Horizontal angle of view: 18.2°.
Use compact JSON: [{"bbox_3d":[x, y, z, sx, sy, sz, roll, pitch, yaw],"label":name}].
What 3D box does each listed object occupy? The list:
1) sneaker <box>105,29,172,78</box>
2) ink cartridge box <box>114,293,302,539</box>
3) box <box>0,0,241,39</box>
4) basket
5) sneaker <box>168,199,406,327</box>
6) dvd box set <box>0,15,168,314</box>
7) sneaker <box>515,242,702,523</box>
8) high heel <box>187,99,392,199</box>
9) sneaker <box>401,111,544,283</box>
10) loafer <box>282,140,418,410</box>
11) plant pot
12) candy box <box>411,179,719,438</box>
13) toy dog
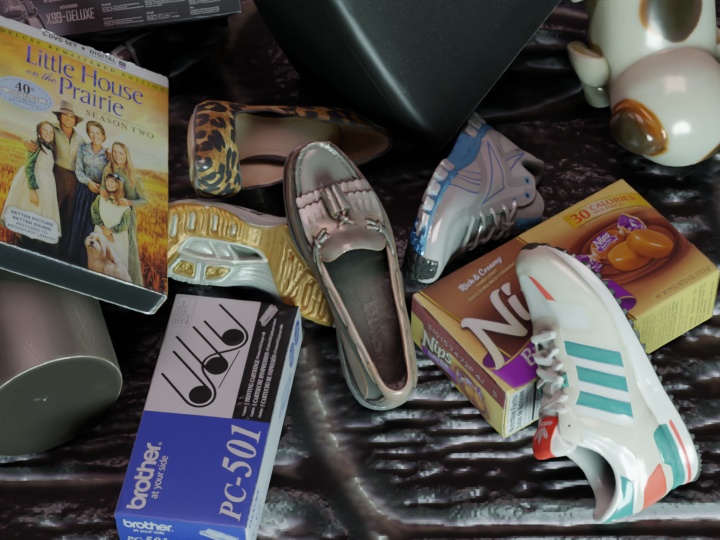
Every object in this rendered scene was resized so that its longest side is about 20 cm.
[{"bbox_3d":[-0.247,-0.141,1.782,0.115,0.076,0.200,26,54,26],"label":"sneaker"},{"bbox_3d":[-0.104,0.108,1.577,0.093,0.044,0.201,5,49,8],"label":"ink cartridge box"},{"bbox_3d":[-0.200,-0.215,1.802,0.198,0.050,0.158,-8,6,-6],"label":"box"},{"bbox_3d":[-0.256,0.018,1.596,0.136,0.180,0.201,9,42,-47],"label":"basket"},{"bbox_3d":[-0.062,-0.015,1.665,0.199,0.076,0.088,18,8,-7],"label":"sneaker"},{"bbox_3d":[-0.203,-0.076,1.583,0.146,0.029,0.201,20,48,-27],"label":"dvd box set"},{"bbox_3d":[0.149,0.080,1.532,0.093,0.070,0.201,-33,95,-18],"label":"sneaker"},{"bbox_3d":[-0.053,-0.094,1.685,0.141,0.072,0.200,0,9,6],"label":"high heel"},{"bbox_3d":[0.092,-0.048,1.680,0.086,0.075,0.200,24,38,5],"label":"sneaker"},{"bbox_3d":[0.000,0.000,1.590,0.071,0.063,0.201,-18,88,-11],"label":"loafer"},{"bbox_3d":[0.018,-0.244,1.719,0.200,0.177,0.199,-50,40,-5],"label":"plant pot"},{"bbox_3d":[0.149,0.025,1.638,0.199,0.057,0.117,-27,54,-22],"label":"candy box"},{"bbox_3d":[0.239,-0.180,1.743,0.139,0.194,0.201,-7,81,-22],"label":"toy dog"}]
